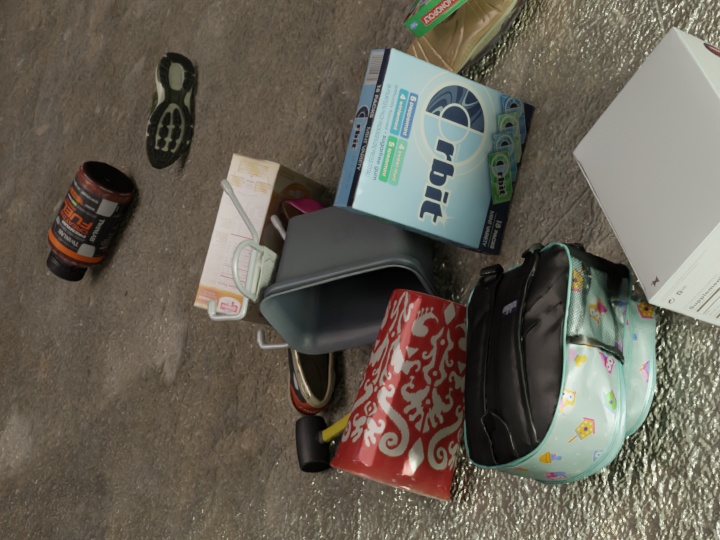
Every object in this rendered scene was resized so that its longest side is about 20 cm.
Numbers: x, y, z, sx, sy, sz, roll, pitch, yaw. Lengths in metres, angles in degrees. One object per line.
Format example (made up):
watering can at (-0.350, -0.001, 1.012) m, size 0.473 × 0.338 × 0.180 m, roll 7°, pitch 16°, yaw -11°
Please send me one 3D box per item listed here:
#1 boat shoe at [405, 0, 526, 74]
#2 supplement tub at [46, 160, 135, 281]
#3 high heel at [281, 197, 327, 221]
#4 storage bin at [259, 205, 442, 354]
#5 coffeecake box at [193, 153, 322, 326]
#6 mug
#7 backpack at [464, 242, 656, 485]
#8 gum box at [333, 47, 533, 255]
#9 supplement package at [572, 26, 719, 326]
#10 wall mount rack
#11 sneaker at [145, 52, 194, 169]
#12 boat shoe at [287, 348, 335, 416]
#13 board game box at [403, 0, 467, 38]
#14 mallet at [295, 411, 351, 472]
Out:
boat shoe at (0.123, -0.269, 1.701) m, size 0.200 × 0.064 × 0.072 m, roll -46°, pitch 62°, yaw 35°
supplement tub at (-0.473, -0.080, 2.535) m, size 0.201 × 0.106 × 0.107 m, roll -61°, pitch 34°, yaw 22°
high heel at (-0.036, -0.019, 1.812) m, size 0.068 × 0.095 × 0.201 m, roll -53°, pitch 37°, yaw 30°
storage bin at (0.000, 0.000, 1.700) m, size 0.198 × 0.146 × 0.136 m, roll -13°, pitch 49°, yaw 23°
coffeecake box at (-0.131, -0.035, 1.911) m, size 0.072 × 0.153 × 0.203 m, roll 14°, pitch 89°, yaw 20°
mug at (0.045, 0.129, 1.586) m, size 0.177 × 0.132 × 0.202 m, roll 9°, pitch 81°, yaw 53°
backpack at (0.179, 0.098, 1.358) m, size 0.175 × 0.152 × 0.202 m, roll -26°, pitch 45°, yaw 53°
gum box at (0.081, -0.124, 1.571) m, size 0.044 × 0.198 × 0.172 m, roll 8°, pitch 84°, yaw 58°
supplement package at (0.301, -0.081, 1.286) m, size 0.156 × 0.110 × 0.201 m, roll -53°, pitch 38°, yaw 31°
wall mount rack at (-0.118, -0.007, 1.747) m, size 0.074 × 0.200 × 0.176 m, roll -2°, pitch 69°, yaw 28°
sneaker at (-0.317, -0.251, 2.410) m, size 0.089 × 0.076 × 0.202 m, roll 139°, pitch 142°, yaw -61°
boat shoe at (-0.063, 0.079, 1.829) m, size 0.063 × 0.070 × 0.203 m, roll 132°, pitch 138°, yaw -65°
board game box at (0.130, -0.368, 1.687) m, size 0.134 × 0.029 × 0.201 m, roll -31°, pitch 25°, yaw 48°
mallet at (-0.012, 0.168, 1.753) m, size 0.200 × 0.041 × 0.066 m, roll -44°, pitch 46°, yaw 35°
